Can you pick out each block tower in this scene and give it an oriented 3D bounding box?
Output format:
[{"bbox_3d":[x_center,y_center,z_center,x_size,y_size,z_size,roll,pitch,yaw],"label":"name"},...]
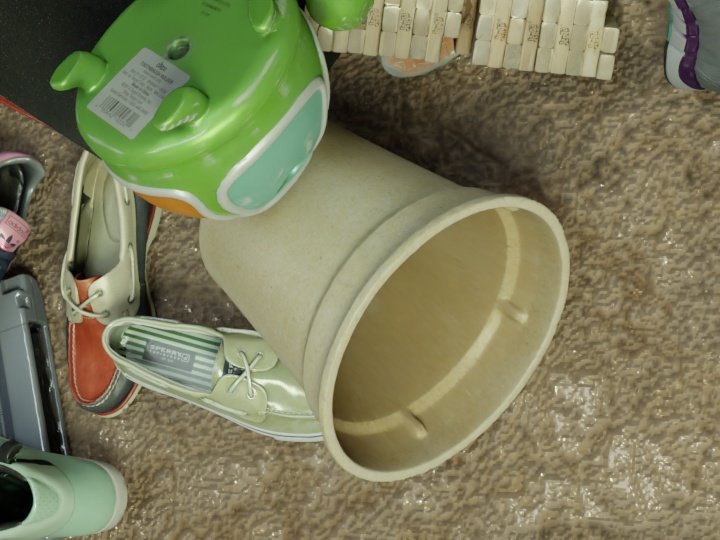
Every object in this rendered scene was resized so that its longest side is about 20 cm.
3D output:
[{"bbox_3d":[0.064,-0.166,1.088,0.199,0.058,0.054,5,118,-3],"label":"block tower"}]

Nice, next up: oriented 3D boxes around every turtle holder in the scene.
[{"bbox_3d":[-0.082,-0.116,1.013,0.140,0.132,0.186,1,58,28],"label":"turtle holder"}]

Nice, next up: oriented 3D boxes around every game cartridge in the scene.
[{"bbox_3d":[-0.285,0.116,1.269,0.133,0.041,0.201,-20,73,25],"label":"game cartridge"}]

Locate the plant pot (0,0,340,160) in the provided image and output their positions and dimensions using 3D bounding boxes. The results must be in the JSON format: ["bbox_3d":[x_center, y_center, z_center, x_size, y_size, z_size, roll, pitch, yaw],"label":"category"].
[{"bbox_3d":[-0.140,-0.171,1.173,0.200,0.199,0.178,32,105,26],"label":"plant pot"}]

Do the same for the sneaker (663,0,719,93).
[{"bbox_3d":[0.226,-0.164,0.993,0.087,0.200,0.075,24,74,22],"label":"sneaker"}]

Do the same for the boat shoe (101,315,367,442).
[{"bbox_3d":[-0.084,0.073,1.155,0.199,0.062,0.072,9,85,16],"label":"boat shoe"}]

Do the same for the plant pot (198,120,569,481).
[{"bbox_3d":[0.000,0.000,1.084,0.183,0.200,0.201,38,98,38],"label":"plant pot"}]

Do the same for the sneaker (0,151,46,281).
[{"bbox_3d":[-0.285,-0.009,1.235,0.082,0.070,0.201,-15,50,28],"label":"sneaker"}]

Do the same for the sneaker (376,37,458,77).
[{"bbox_3d":[0.069,-0.226,1.151,0.200,0.071,0.080,-53,44,14],"label":"sneaker"}]

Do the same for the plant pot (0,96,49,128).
[{"bbox_3d":[-0.283,-0.243,1.253,0.199,0.200,0.177,27,83,26],"label":"plant pot"}]

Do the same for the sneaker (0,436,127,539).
[{"bbox_3d":[-0.275,0.148,1.174,0.199,0.118,0.074,-1,82,26],"label":"sneaker"}]

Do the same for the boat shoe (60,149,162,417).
[{"bbox_3d":[-0.186,0.005,1.227,0.071,0.063,0.201,5,84,24],"label":"boat shoe"}]
